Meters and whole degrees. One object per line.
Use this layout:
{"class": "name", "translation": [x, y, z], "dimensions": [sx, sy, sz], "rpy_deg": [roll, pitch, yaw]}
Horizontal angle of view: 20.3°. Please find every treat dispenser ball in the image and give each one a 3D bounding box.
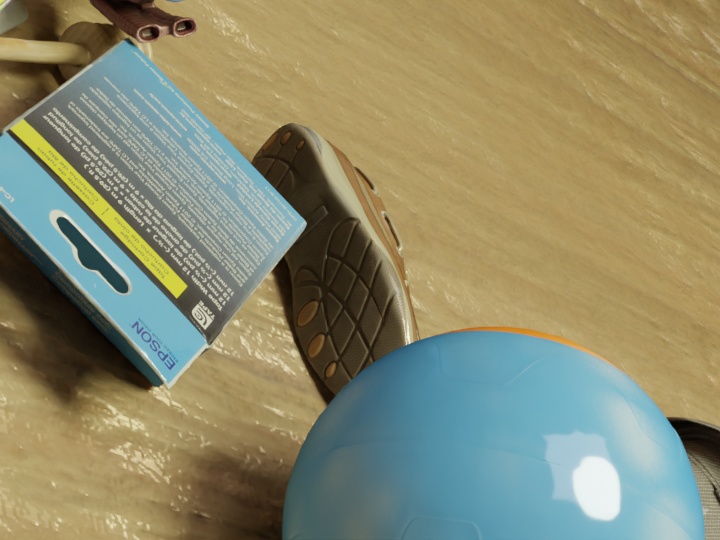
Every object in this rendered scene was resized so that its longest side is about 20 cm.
{"class": "treat dispenser ball", "translation": [0.063, 0.127, 0.957], "dimensions": [0.201, 0.201, 0.201], "rpy_deg": [36, 30, -25]}

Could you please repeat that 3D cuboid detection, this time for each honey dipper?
{"class": "honey dipper", "translation": [-0.181, -0.116, 1.066], "dimensions": [0.038, 0.038, 0.200], "rpy_deg": [57, 25, 13]}

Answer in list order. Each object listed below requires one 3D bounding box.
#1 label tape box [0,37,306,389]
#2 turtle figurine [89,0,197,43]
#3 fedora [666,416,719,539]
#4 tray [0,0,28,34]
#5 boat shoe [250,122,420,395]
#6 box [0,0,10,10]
{"class": "label tape box", "translation": [-0.123, -0.021, 1.015], "dimensions": [0.143, 0.066, 0.200], "rpy_deg": [46, 30, -6]}
{"class": "turtle figurine", "translation": [-0.139, -0.224, 1.123], "dimensions": [0.200, 0.144, 0.194], "rpy_deg": [37, 5, 4]}
{"class": "fedora", "translation": [0.180, 0.183, 1.146], "dimensions": [0.090, 0.177, 0.200], "rpy_deg": [-11, 63, -27]}
{"class": "tray", "translation": [-0.245, -0.151, 1.041], "dimensions": [0.107, 0.022, 0.200], "rpy_deg": [48, 27, -5]}
{"class": "boat shoe", "translation": [0.000, 0.000, 1.164], "dimensions": [0.072, 0.076, 0.200], "rpy_deg": [20, 41, -47]}
{"class": "box", "translation": [-0.272, -0.114, 0.784], "dimensions": [0.200, 0.176, 0.097], "rpy_deg": [46, 28, -7]}
